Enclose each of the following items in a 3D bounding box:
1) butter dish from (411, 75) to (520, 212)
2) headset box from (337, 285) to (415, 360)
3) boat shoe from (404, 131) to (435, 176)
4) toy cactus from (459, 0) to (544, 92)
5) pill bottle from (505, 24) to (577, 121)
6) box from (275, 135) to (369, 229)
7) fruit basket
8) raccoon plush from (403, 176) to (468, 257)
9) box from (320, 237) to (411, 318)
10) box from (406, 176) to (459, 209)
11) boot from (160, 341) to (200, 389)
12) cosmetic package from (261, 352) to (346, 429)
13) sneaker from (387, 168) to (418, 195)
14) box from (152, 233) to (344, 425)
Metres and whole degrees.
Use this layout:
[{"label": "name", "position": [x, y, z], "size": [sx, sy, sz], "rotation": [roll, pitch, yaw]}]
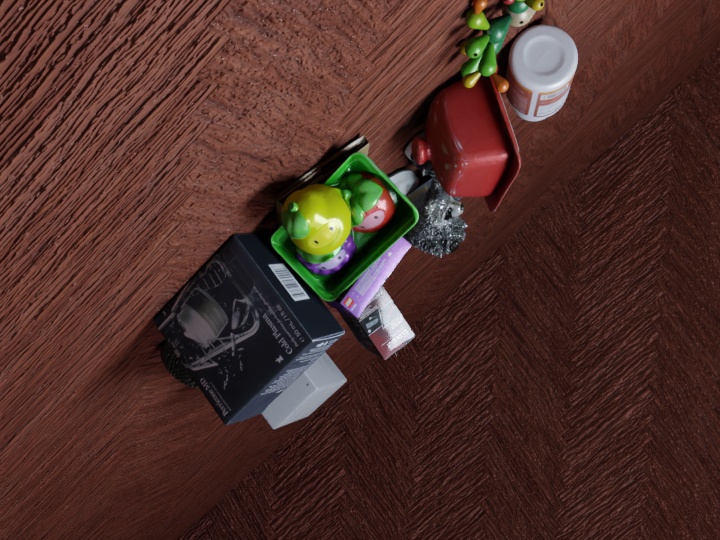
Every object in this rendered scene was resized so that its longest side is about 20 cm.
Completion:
[{"label": "butter dish", "position": [0.151, -0.202, 1.523], "size": [0.145, 0.203, 0.200], "rotation": [-12, 163, -11]}, {"label": "headset box", "position": [0.008, 0.064, 1.705], "size": [0.075, 0.201, 0.148], "rotation": [-36, -167, -10]}, {"label": "boat shoe", "position": [0.130, -0.194, 1.699], "size": [0.076, 0.060, 0.200], "rotation": [-45, 169, 17]}, {"label": "toy cactus", "position": [0.208, -0.343, 1.345], "size": [0.165, 0.102, 0.201], "rotation": [-45, 164, -30]}, {"label": "pill bottle", "position": [0.301, -0.325, 1.629], "size": [0.112, 0.113, 0.200], "rotation": [-39, 169, -2]}, {"label": "box", "position": [-0.059, -0.116, 1.479], "size": [0.163, 0.021, 0.200], "rotation": [-37, 168, -13]}, {"label": "fruit basket", "position": [-0.034, -0.064, 1.379], "size": [0.216, 0.156, 0.216], "rotation": [-45, -174, 6]}, {"label": "raccoon plush", "position": [0.099, -0.087, 1.730], "size": [0.197, 0.098, 0.134], "rotation": [-20, 141, 21]}, {"label": "box", "position": [0.000, 0.000, 1.517], "size": [0.138, 0.039, 0.200], "rotation": [-53, -167, -6]}, {"label": "box", "position": [0.129, -0.133, 1.869], "size": [0.199, 0.049, 0.158], "rotation": [-33, 174, 37]}, {"label": "boot", "position": [-0.280, 0.168, 1.679], "size": [0.073, 0.181, 0.200], "rotation": [-56, -162, -6]}, {"label": "cosmetic package", "position": [-0.153, 0.179, 1.851], "size": [0.123, 0.200, 0.200], "rotation": [-42, 168, 12]}, {"label": "sneaker", "position": [0.050, -0.091, 1.690], "size": [0.199, 0.116, 0.076], "rotation": [-33, 168, -31]}, {"label": "box", "position": [-0.167, 0.084, 1.442], "size": [0.197, 0.201, 0.124], "rotation": [-44, 166, 20]}]
